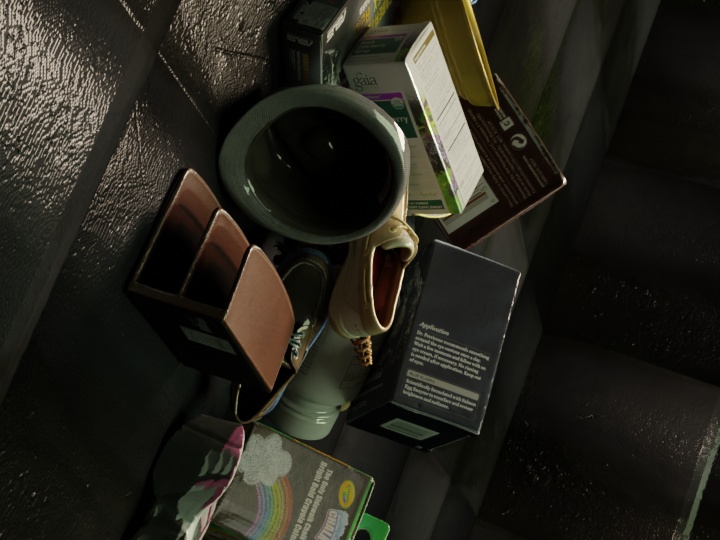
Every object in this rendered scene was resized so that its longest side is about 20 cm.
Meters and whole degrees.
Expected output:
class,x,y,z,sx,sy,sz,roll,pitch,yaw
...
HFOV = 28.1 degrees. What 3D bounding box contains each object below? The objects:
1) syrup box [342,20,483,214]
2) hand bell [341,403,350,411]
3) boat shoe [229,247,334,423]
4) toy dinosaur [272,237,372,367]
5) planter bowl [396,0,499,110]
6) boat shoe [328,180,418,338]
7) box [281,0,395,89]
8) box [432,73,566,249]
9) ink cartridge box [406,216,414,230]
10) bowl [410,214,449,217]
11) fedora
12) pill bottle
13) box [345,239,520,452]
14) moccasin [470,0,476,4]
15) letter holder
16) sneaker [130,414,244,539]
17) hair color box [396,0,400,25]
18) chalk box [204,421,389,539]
class,x,y,z,sx,sy,sz,roll,pitch,yaw
syrup box,0.059,-0.162,1.551,0.082,0.078,0.201,-59,138,-40
hand bell,0.016,0.163,1.822,0.104,0.199,0.105,18,90,-74
boat shoe,-0.081,0.075,1.501,0.072,0.072,0.201,-79,-170,-72
toy dinosaur,-0.048,0.011,1.552,0.102,0.135,0.201,11,54,-59
planter bowl,0.092,-0.269,1.653,0.200,0.083,0.202,-16,90,-81
boat shoe,0.027,-0.024,1.505,0.074,0.069,0.202,27,70,-47
box,-0.020,-0.251,1.543,0.159,0.048,0.201,90,24,-46
box,0.149,-0.133,1.848,0.164,0.167,0.200,-34,179,5
ink cartridge box,0.000,0.000,1.819,0.137,0.076,0.201,86,25,-52
bowl,0.034,-0.142,1.693,0.200,0.094,0.202,18,61,-37
fedora,-0.045,-0.121,1.443,0.177,0.199,0.091,-47,-152,24
pill bottle,-0.040,0.094,1.689,0.201,0.114,0.114,-66,168,26
box,0.082,0.094,1.699,0.197,0.117,0.201,140,-31,-69
moccasin,0.131,-0.382,1.866,0.201,0.068,0.081,83,29,-56
letter holder,-0.125,0.008,1.376,0.200,0.100,0.143,69,40,-65
sneaker,-0.186,0.242,1.495,0.201,0.080,0.086,-61,174,-13
hair color box,0.074,-0.288,1.789,0.111,0.063,0.202,-32,136,-65
chalk box,-0.068,0.270,1.603,0.125,0.199,0.124,-65,-170,-20
